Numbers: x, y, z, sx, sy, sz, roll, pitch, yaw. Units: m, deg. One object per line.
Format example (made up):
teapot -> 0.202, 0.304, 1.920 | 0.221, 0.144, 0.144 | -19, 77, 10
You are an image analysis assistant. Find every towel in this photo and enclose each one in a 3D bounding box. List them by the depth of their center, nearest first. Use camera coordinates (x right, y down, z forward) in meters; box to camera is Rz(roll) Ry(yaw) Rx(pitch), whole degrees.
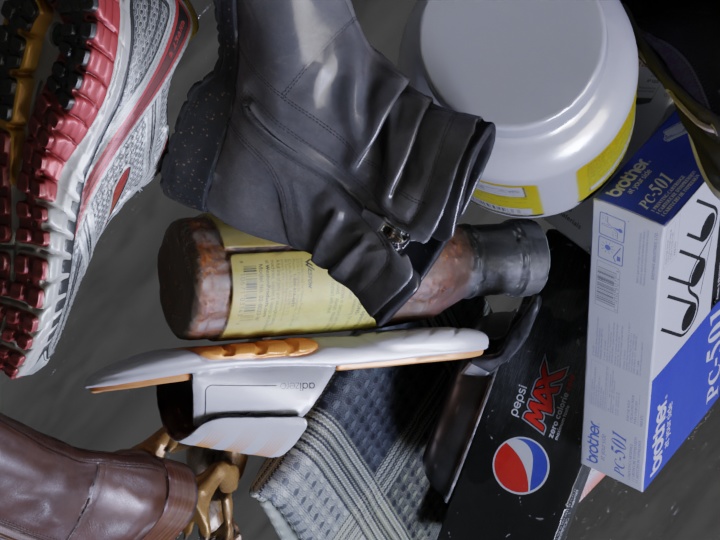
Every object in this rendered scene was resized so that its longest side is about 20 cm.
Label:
towel -> 0.019, 0.096, 1.181 | 0.193, 0.035, 0.200 | -56, 147, -20

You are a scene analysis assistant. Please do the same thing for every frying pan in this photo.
frying pan -> 0.060, 0.069, 1.098 | 0.190, 0.031, 0.115 | 71, 39, -84

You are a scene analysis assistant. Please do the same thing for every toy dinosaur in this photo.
toy dinosaur -> -0.076, 0.083, 1.088 | 0.106, 0.060, 0.200 | -45, 159, -54

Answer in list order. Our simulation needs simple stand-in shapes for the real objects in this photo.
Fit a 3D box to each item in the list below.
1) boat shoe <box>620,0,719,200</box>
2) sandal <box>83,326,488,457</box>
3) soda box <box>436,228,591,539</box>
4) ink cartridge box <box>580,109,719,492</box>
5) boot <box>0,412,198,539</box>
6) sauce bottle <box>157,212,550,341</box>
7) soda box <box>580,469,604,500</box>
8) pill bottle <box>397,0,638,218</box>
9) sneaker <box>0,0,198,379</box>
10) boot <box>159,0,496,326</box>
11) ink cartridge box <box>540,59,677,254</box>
boat shoe -> 0.165, -0.122, 1.017 | 0.067, 0.200, 0.057 | -21, 148, -4
sandal -> -0.032, 0.063, 1.020 | 0.207, 0.079, 0.059 | -4, 88, -14
soda box -> 0.112, 0.079, 1.204 | 0.063, 0.071, 0.200 | 2, 108, -76
ink cartridge box -> 0.164, 0.018, 1.112 | 0.094, 0.044, 0.200 | -44, 147, -36
boot -> -0.203, 0.134, 0.985 | 0.200, 0.064, 0.186 | 22, 113, -47
sauce bottle -> 0.000, 0.000, 1.027 | 0.200, 0.066, 0.066 | -1, 125, -24
soda box -> 0.124, 0.103, 1.298 | 0.200, 0.064, 0.068 | -46, 146, -7
pill bottle -> 0.076, -0.090, 0.966 | 0.111, 0.111, 0.200 | -49, 172, 0
sneaker -> -0.122, -0.039, 0.891 | 0.082, 0.078, 0.200 | -4, 125, -47
boot -> 0.002, -0.085, 0.857 | 0.070, 0.132, 0.200 | -42, 155, -52
ink cartridge box -> 0.189, -0.108, 1.155 | 0.145, 0.084, 0.200 | 7, 117, -48
